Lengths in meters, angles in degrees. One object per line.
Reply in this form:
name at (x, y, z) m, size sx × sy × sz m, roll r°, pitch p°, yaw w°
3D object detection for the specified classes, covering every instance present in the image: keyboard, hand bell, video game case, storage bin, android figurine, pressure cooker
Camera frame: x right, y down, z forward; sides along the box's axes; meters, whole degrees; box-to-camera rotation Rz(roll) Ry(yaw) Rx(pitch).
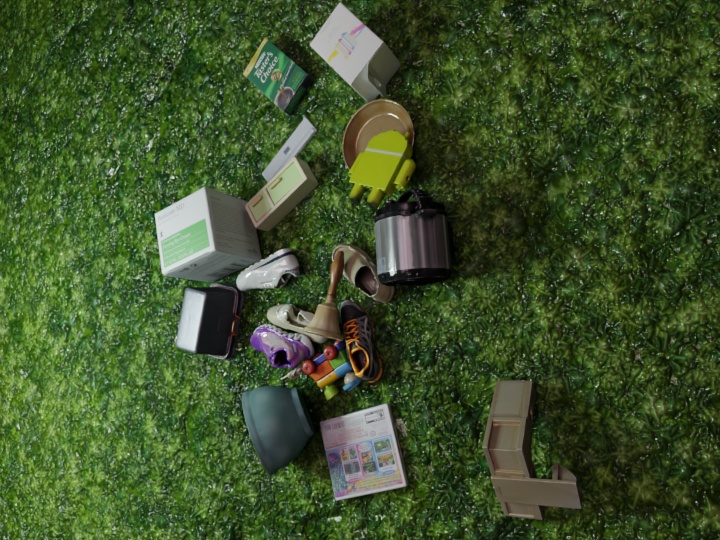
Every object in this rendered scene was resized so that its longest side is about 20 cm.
keyboard at (-0.196, -0.322, 1.497) m, size 0.201 × 0.011 × 0.057 m, roll -48°, pitch 61°, yaw 15°
hand bell at (-0.069, 0.054, 1.308) m, size 0.101 × 0.104 × 0.208 m, roll 7°, pitch 81°, yaw 27°
video game case at (0.005, 0.432, 1.306) m, size 0.194 × 0.024 × 0.189 m, roll -20°, pitch 76°, yaw 23°
storage bin at (-0.410, 0.139, 1.489) m, size 0.141 × 0.133 × 0.208 m, roll 10°, pitch 90°, yaw 27°
android figurine at (0.050, -0.242, 1.276) m, size 0.178 × 0.041 × 0.205 m, roll 16°, pitch 74°, yaw 41°
pressure cooker at (0.115, -0.074, 1.215) m, size 0.170 × 0.177 × 0.209 m, roll -8°, pitch 81°, yaw 28°

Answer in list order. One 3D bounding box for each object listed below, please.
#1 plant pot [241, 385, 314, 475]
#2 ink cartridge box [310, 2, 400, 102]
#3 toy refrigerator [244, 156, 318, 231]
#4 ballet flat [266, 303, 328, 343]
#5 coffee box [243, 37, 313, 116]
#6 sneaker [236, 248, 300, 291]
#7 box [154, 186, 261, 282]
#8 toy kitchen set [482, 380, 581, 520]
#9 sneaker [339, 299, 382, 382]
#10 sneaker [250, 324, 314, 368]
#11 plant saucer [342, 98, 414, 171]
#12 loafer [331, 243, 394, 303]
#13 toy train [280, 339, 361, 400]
plant pot at (-0.190, 0.367, 1.336) m, size 0.130 × 0.201 × 0.206 m, roll -22°, pitch 73°, yaw -6°
ink cartridge box at (-0.002, -0.523, 1.351) m, size 0.126 × 0.128 × 0.201 m, roll -47°, pitch 68°, yaw 14°
toy refrigerator at (-0.212, -0.201, 1.458) m, size 0.198 × 0.069 × 0.077 m, roll -39°, pitch 69°, yaw 19°
ballet flat at (-0.160, 0.120, 1.396) m, size 0.194 × 0.069 × 0.072 m, roll 19°, pitch 93°, yaw 22°
coffee box at (-0.229, -0.535, 1.515) m, size 0.200 × 0.044 × 0.124 m, roll 46°, pitch 105°, yaw 23°
sneaker at (-0.247, 0.017, 1.455) m, size 0.196 × 0.076 × 0.083 m, roll -28°, pitch 82°, yaw 23°
box at (-0.406, -0.089, 1.474) m, size 0.194 × 0.198 × 0.178 m, roll -20°, pitch 74°, yaw 24°
toy kitchen set at (0.358, 0.362, 1.104) m, size 0.158 × 0.182 × 0.205 m, roll -6°, pitch 121°, yaw 29°
sneaker at (-0.006, 0.165, 1.309) m, size 0.077 × 0.077 × 0.206 m, roll -29°, pitch 71°, yaw 22°
sneaker at (-0.214, 0.200, 1.390) m, size 0.194 × 0.089 × 0.083 m, roll 7°, pitch 129°, yaw 33°
plant saucer at (0.047, -0.315, 1.354) m, size 0.193 × 0.035 × 0.209 m, roll -3°, pitch 84°, yaw 27°
loafer at (0.000, 0.000, 1.327) m, size 0.198 × 0.068 × 0.077 m, roll 38°, pitch 101°, yaw 25°
toy train at (-0.095, 0.267, 1.349) m, size 0.197 × 0.084 × 0.118 m, roll -35°, pitch 84°, yaw 20°
